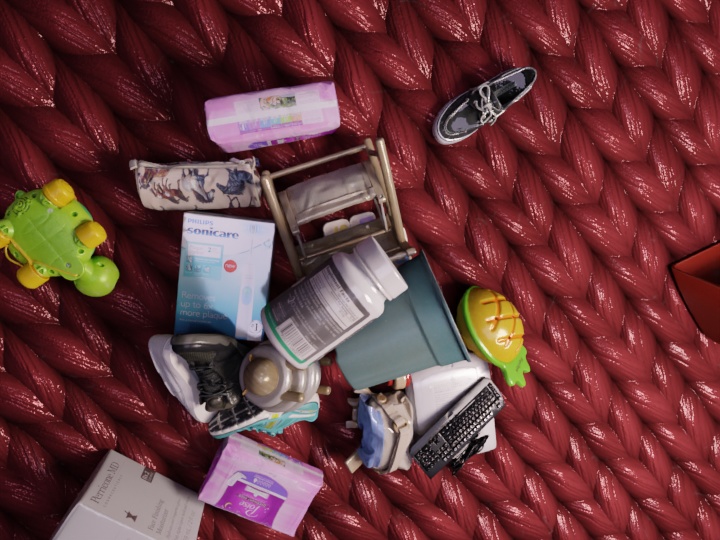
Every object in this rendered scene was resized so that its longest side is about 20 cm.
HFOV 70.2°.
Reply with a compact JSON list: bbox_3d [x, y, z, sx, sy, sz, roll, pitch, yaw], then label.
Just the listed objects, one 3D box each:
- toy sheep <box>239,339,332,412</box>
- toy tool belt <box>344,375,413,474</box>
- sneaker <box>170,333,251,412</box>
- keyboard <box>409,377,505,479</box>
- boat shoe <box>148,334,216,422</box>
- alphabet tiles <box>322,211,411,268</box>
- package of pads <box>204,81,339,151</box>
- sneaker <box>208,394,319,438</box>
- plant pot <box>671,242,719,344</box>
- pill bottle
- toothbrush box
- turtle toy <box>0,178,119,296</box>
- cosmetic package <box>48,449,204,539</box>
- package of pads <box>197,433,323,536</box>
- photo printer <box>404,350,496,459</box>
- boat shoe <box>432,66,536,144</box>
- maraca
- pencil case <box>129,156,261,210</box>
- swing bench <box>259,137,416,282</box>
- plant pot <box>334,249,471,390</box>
[{"bbox_3d":[-0.124,0.172,0.855,0.138,0.200,0.138,-4,79,22],"label":"toy sheep"},{"bbox_3d":[0.028,0.267,0.923,0.123,0.125,0.201,-5,103,-15],"label":"toy tool belt"},{"bbox_3d":[-0.235,0.162,0.816,0.076,0.199,0.115,-2,69,10],"label":"sneaker"},{"bbox_3d":[0.189,0.293,0.917,0.200,0.040,0.104,-41,108,-10],"label":"keyboard"},{"bbox_3d":[-0.300,0.184,0.870,0.068,0.072,0.200,11,139,25],"label":"boat shoe"},{"bbox_3d":[0.000,0.000,0.930,0.195,0.015,0.201,-15,101,-7],"label":"alphabet tiles"},{"bbox_3d":[-0.136,-0.240,0.807,0.199,0.121,0.076,-12,101,-7],"label":"package of pads"},{"bbox_3d":[-0.169,0.266,0.915,0.199,0.078,0.080,-13,112,-12],"label":"sneaker"},{"bbox_3d":[0.761,0.059,0.980,0.200,0.200,0.177,-24,113,-5],"label":"plant pot"},{"bbox_3d":[-0.037,0.045,0.754,0.200,0.113,0.113,-35,103,5],"label":"pill bottle"},{"bbox_3d":[-0.223,0.007,0.860,0.146,0.085,0.201,7,97,-9],"label":"toothbrush box"},{"bbox_3d":[-0.465,-0.041,0.805,0.146,0.101,0.200,-34,103,-2],"label":"turtle toy"},{"bbox_3d":[-0.400,0.449,0.862,0.200,0.165,0.165,35,92,-14],"label":"cosmetic package"},{"bbox_3d":[-0.180,0.390,0.933,0.200,0.076,0.121,28,93,-12],"label":"package of pads"},{"bbox_3d":[0.168,0.251,0.969,0.166,0.069,0.201,-10,100,-10],"label":"photo printer"},{"bbox_3d":[0.217,-0.288,0.890,0.199,0.068,0.074,-29,102,-3],"label":"boat shoe"},{"bbox_3d":[0.248,0.118,0.933,0.107,0.137,0.200,-30,98,41],"label":"maraca"},{"bbox_3d":[-0.263,-0.144,0.830,0.199,0.078,0.090,-3,126,-8],"label":"pencil case"},{"bbox_3d":[-0.038,-0.092,0.842,0.198,0.130,0.200,-18,106,-4],"label":"swing bench"},{"bbox_3d":[0.055,0.095,0.855,0.196,0.200,0.201,-24,102,6],"label":"plant pot"}]
